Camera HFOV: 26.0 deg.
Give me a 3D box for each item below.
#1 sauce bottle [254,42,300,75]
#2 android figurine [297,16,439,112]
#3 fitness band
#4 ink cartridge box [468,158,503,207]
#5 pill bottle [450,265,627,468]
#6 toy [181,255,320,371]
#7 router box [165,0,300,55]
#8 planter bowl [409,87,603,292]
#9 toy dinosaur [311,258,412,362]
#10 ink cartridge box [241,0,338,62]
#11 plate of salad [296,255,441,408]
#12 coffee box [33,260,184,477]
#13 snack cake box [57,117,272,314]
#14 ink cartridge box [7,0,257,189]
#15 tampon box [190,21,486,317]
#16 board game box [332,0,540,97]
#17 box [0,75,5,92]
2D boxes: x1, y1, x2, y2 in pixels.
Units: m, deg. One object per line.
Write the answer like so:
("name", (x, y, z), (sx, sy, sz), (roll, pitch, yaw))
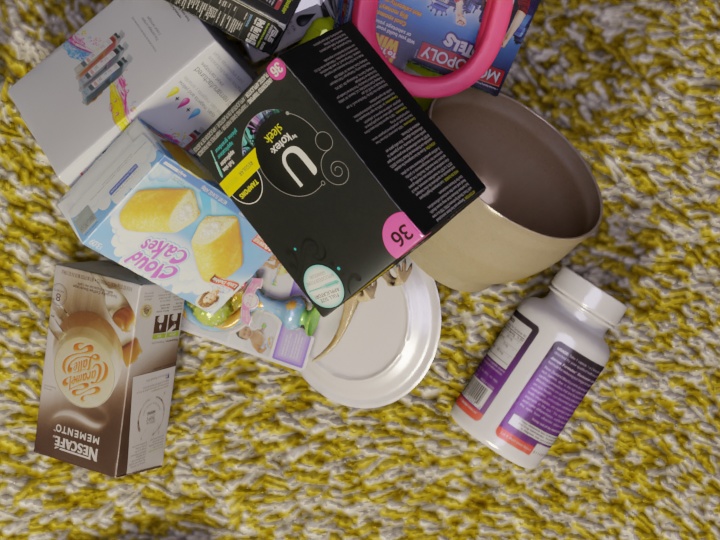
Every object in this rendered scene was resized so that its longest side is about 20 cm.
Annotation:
("sauce bottle", (-0.024, -0.219, 1.602), (0.200, 0.065, 0.065), (-30, 100, -1))
("android figurine", (0.015, -0.188, 1.556), (0.182, 0.041, 0.200), (30, 98, -27))
("fitness band", (0.069, -0.258, 1.432), (0.143, 0.037, 0.200), (10, 104, -11))
("ink cartridge box", (0.058, -0.097, 1.622), (0.162, 0.057, 0.200), (-18, 115, -2))
("pill bottle", (0.193, 0.099, 1.648), (0.111, 0.111, 0.200), (32, 95, -9))
("toy", (-0.138, 0.022, 1.610), (0.200, 0.047, 0.115), (18, 97, 9))
("router box", (-0.104, -0.319, 1.450), (0.150, 0.062, 0.200), (27, 64, -6))
("planter bowl", (0.118, -0.065, 1.534), (0.200, 0.200, 0.135), (32, 127, -9))
("toy dinosaur", (0.000, 0.000, 1.554), (0.058, 0.101, 0.200), (-2, 100, -32))
("ink cartridge box", (-0.054, -0.319, 1.572), (0.200, 0.084, 0.146), (-28, 101, 0))
("plate of salad", (0.001, 0.042, 1.616), (0.200, 0.048, 0.200), (3, 96, 32))
("coffee box", (-0.257, 0.099, 1.601), (0.114, 0.080, 0.200), (12, 99, 29))
("snack cake box", (-0.176, -0.047, 1.492), (0.115, 0.067, 0.200), (-46, 141, 9))
("ink cartridge box", (-0.209, -0.161, 1.523), (0.200, 0.145, 0.145), (-39, 143, 5))
("tampon box", (-0.020, -0.091, 1.404), (0.200, 0.126, 0.150), (51, 130, 2))
("board game box", (0.056, -0.251, 1.481), (0.200, 0.062, 0.200), (21, 103, -17))
("box", (-0.480, -0.137, 1.518), (0.200, 0.171, 0.199), (24, 96, -8))
